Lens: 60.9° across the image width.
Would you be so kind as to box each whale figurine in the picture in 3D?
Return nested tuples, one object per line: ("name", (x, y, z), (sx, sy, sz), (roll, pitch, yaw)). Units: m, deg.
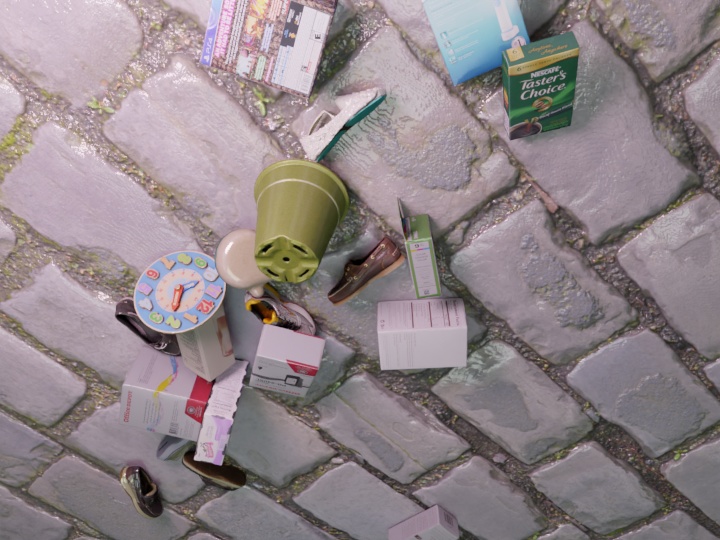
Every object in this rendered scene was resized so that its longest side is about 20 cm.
("whale figurine", (-0.218, -0.022, 1.331), (0.200, 0.104, 0.160), (5, 93, -27))

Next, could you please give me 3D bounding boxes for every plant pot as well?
("plant pot", (-0.131, -0.081, 1.202), (0.199, 0.190, 0.200), (4, 137, 4))

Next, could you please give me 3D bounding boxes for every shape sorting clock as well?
("shape sorting clock", (-0.389, 0.042, 1.316), (0.199, 0.200, 0.039), (2, 152, 0))

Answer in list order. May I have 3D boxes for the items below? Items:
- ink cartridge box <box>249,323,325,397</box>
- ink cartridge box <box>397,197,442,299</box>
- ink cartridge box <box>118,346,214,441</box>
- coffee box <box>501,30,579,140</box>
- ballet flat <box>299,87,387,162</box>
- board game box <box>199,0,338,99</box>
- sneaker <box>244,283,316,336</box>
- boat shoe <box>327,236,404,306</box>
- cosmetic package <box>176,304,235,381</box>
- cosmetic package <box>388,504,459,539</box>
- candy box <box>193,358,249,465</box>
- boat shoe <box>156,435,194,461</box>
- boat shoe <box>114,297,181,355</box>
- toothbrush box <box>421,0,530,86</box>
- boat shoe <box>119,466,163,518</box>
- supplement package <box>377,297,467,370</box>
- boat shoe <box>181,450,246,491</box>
("ink cartridge box", (-0.176, 0.218, 1.441), (0.145, 0.084, 0.200), (14, 147, -7))
("ink cartridge box", (0.126, -0.051, 1.288), (0.059, 0.104, 0.200), (-10, 122, 8))
("ink cartridge box", (-0.473, 0.303, 1.512), (0.200, 0.145, 0.146), (15, 123, -9))
("coffee box", (0.316, -0.320, 1.087), (0.123, 0.044, 0.200), (-13, 151, 7))
("ballet flat", (-0.042, -0.289, 1.162), (0.200, 0.072, 0.072), (-39, 114, 23))
("board game box", (-0.157, -0.416, 1.060), (0.200, 0.097, 0.160), (17, 122, -9))
("sneaker", (-0.190, 0.111, 1.416), (0.200, 0.082, 0.078), (35, 118, -20))
("boat shoe", (0.000, 0.000, 1.349), (0.200, 0.070, 0.070), (-37, 111, 15))
("cosmetic package", (-0.366, 0.142, 1.417), (0.103, 0.087, 0.200), (22, 131, 32))
("cosmetic package", (0.190, 0.804, 1.867), (0.200, 0.074, 0.102), (-38, 114, 22))
("candy box", (-0.340, 0.341, 1.501), (0.071, 0.200, 0.168), (15, 123, -8))
("boat shoe", (-0.487, 0.461, 1.673), (0.062, 0.072, 0.200), (24, 130, -34))
("boat shoe", (-0.508, 0.149, 1.465), (0.067, 0.057, 0.200), (-32, 117, 20))
("toothbrush box", (0.188, -0.444, 1.039), (0.146, 0.085, 0.200), (-21, 121, 16))
("boat shoe", (-0.624, 0.647, 1.778), (0.065, 0.073, 0.200), (-15, 122, 15))
("supplement package", (0.142, 0.145, 1.408), (0.199, 0.117, 0.117), (-3, 122, 4))
("boat shoe", (-0.423, 0.578, 1.735), (0.200, 0.073, 0.065), (33, 113, -19))
